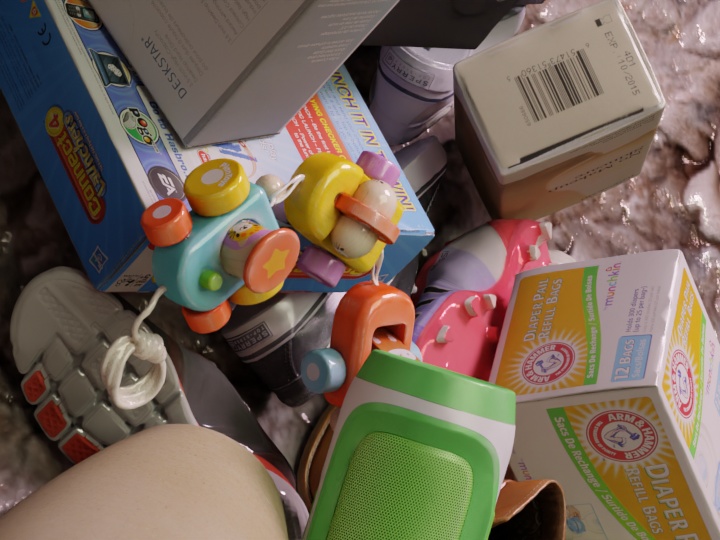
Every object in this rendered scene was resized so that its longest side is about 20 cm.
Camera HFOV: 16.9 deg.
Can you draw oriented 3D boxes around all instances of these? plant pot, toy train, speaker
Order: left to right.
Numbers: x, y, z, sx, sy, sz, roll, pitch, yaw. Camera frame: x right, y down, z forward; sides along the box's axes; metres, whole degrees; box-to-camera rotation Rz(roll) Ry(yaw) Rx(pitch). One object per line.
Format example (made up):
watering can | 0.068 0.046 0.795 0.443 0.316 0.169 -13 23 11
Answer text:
plant pot | -0.106 0.160 1.104 0.187 0.187 0.200 54 27 -17
toy train | -0.026 0.018 1.172 0.200 0.056 0.150 0 106 -46
speaker | 0.012 0.144 1.165 0.088 0.088 0.200 17 89 -43

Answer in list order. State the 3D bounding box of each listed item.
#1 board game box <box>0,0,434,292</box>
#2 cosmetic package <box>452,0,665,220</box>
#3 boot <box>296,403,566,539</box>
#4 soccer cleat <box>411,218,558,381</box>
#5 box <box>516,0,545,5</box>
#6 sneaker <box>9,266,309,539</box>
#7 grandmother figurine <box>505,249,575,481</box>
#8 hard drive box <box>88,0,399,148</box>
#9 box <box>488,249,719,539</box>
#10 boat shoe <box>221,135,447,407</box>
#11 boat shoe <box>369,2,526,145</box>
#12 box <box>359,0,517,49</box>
board game box | -0.084 -0.082 1.253 0.196 0.056 0.200 1 52 -45
cosmetic package | 0.113 -0.086 1.413 0.200 0.105 0.071 62 4 -81
boot | 0.037 0.126 1.273 0.077 0.155 0.200 43 42 -26
soccer cleat | 0.054 0.027 1.383 0.200 0.076 0.067 -48 124 -55
box | 0.019 -0.226 1.450 0.200 0.048 0.158 -10 56 -49
sneaker | -0.103 0.069 1.229 0.200 0.077 0.082 51 17 -22
grandmother figurine | 0.109 0.074 1.463 0.121 0.060 0.200 61 28 -54
hard drive box | -0.047 -0.183 1.169 0.077 0.200 0.156 -13 64 -52
box | 0.156 0.101 1.365 0.113 0.101 0.200 -72 144 -45
boat shoe | 0.000 0.000 1.356 0.068 0.072 0.200 53 45 -15
boat shoe | 0.043 -0.136 1.473 0.073 0.067 0.200 32 29 7
box | 0.005 -0.228 1.271 0.200 0.124 0.148 53 28 19
